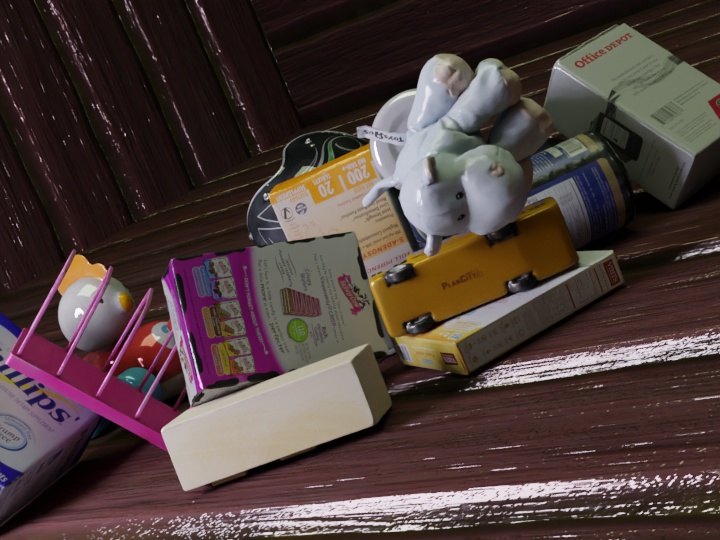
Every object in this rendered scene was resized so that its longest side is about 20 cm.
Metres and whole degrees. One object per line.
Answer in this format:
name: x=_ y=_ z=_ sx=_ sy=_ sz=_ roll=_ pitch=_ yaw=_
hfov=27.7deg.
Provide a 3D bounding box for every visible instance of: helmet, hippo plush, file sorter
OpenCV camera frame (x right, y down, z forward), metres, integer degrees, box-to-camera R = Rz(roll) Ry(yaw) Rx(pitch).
helmet: x=-0.047 y=-0.074 z=1.979 sx=0.199 sy=0.201 sz=0.192 roll=-16 pitch=35 yaw=35
hippo plush: x=0.086 y=-0.112 z=1.391 sx=0.197 sy=0.161 sz=0.161 roll=-2 pitch=24 yaw=7
file sorter: x=-0.256 y=0.080 z=1.564 sx=0.126 sy=0.199 sz=0.139 roll=-59 pitch=11 yaw=4

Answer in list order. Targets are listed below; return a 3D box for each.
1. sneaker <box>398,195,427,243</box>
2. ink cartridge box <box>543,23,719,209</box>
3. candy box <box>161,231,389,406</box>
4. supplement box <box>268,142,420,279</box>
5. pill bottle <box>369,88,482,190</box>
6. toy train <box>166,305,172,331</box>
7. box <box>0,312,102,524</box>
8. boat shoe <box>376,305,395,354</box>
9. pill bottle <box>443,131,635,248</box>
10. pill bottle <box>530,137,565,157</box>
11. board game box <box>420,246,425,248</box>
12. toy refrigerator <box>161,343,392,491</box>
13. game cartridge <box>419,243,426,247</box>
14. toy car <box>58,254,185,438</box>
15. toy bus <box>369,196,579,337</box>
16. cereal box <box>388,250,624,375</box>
sneaker: x=0.052 y=-0.058 z=1.826 sx=0.084 sy=0.076 sz=0.200 roll=-20 pitch=2 yaw=4
ink cartridge box: x=0.328 y=-0.180 z=1.668 sx=0.145 sy=0.199 sz=0.084 roll=-32 pitch=-31 yaw=-38
candy box: x=-0.085 y=0.046 z=1.448 sx=0.198 sy=0.138 sz=0.061 roll=-9 pitch=-18 yaw=-22
supplement box: x=-0.003 y=-0.022 z=1.601 sx=0.125 sy=0.202 sz=0.074 roll=-23 pitch=9 yaw=8
pill bottle: x=0.078 y=-0.135 z=1.598 sx=0.110 sy=0.112 sz=0.200 roll=-21 pitch=-3 yaw=10
toy train: x=-0.125 y=0.080 z=1.722 sx=0.085 sy=0.199 sz=0.115 roll=-60 pitch=-29 yaw=8
box: x=-0.408 y=0.163 z=1.575 sx=0.105 sy=0.183 sz=0.200 roll=-56 pitch=-8 yaw=32
boat shoe: x=-0.025 y=0.069 z=1.552 sx=0.198 sy=0.076 sz=0.060 roll=-22 pitch=17 yaw=4
pill bottle: x=0.189 y=-0.063 z=1.591 sx=0.198 sy=0.113 sz=0.112 roll=-25 pitch=11 yaw=-7
pill bottle: x=0.205 y=-0.088 z=1.713 sx=0.198 sy=0.113 sz=0.112 roll=-26 pitch=11 yaw=-7
board game box: x=0.000 y=0.000 z=1.742 sx=0.156 sy=0.039 sz=0.200 roll=-18 pitch=17 yaw=16
toy refrigerator: x=-0.076 y=0.139 z=1.354 sx=0.198 sy=0.071 sz=0.076 roll=-20 pitch=4 yaw=15
game cartridge: x=0.022 y=0.012 z=1.832 sx=0.199 sy=0.041 sz=0.133 roll=-28 pitch=8 yaw=-20
toy car: x=-0.295 y=0.069 z=1.774 sx=0.176 sy=0.202 sz=0.184 roll=-20 pitch=11 yaw=33
toy bus: x=0.109 y=-0.004 z=1.424 sx=0.198 sy=0.066 sz=0.078 roll=-23 pitch=11 yaw=5
cereal box: x=0.143 y=0.037 z=1.440 sx=0.199 sy=0.040 sz=0.144 roll=-29 pitch=12 yaw=-23
